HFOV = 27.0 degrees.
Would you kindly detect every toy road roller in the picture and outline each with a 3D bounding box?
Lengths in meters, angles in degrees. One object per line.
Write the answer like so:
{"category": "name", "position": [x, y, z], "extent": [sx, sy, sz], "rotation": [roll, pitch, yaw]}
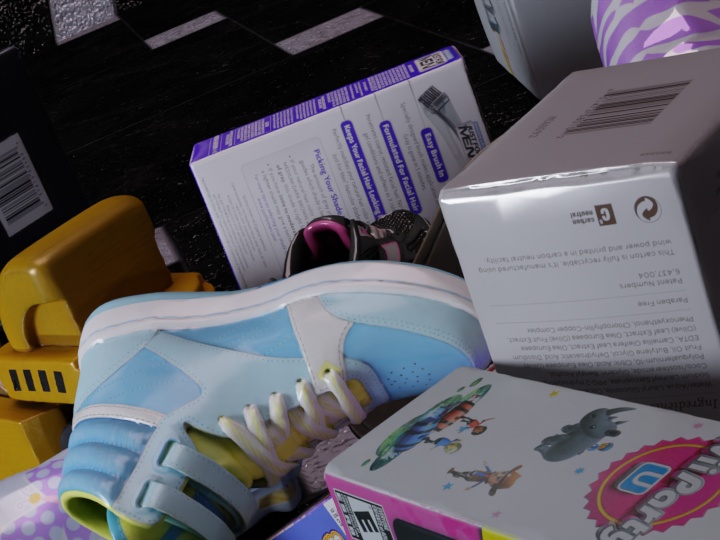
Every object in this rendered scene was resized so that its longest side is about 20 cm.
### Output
{"category": "toy road roller", "position": [-0.159, 0.039, 0.862], "extent": [0.199, 0.147, 0.123], "rotation": [-1, 27, 45]}

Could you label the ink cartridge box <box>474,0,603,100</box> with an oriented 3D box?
{"category": "ink cartridge box", "position": [0.177, -0.253, 1.284], "extent": [0.144, 0.146, 0.200], "rotation": [-22, 19, 1]}

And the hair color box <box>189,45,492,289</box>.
{"category": "hair color box", "position": [-0.007, -0.067, 1.038], "extent": [0.198, 0.110, 0.065], "rotation": [-20, 18, 4]}

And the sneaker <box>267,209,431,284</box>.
{"category": "sneaker", "position": [0.000, 0.000, 0.888], "extent": [0.080, 0.087, 0.200], "rotation": [-12, 20, 20]}

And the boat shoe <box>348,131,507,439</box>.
{"category": "boat shoe", "position": [0.057, 0.002, 0.752], "extent": [0.200, 0.072, 0.068], "rotation": [-50, -6, -3]}

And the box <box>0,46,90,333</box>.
{"category": "box", "position": [-0.338, -0.058, 1.234], "extent": [0.197, 0.201, 0.123], "rotation": [-3, 27, 45]}

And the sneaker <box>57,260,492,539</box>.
{"category": "sneaker", "position": [-0.037, 0.071, 0.627], "extent": [0.198, 0.080, 0.131], "rotation": [-9, 48, 22]}

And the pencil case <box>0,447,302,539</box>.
{"category": "pencil case", "position": [-0.126, 0.120, 0.706], "extent": [0.199, 0.084, 0.091], "rotation": [-28, 6, -19]}

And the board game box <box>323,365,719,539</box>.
{"category": "board game box", "position": [0.088, 0.116, 0.391], "extent": [0.064, 0.149, 0.199], "rotation": [-31, 21, -30]}

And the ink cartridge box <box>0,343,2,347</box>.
{"category": "ink cartridge box", "position": [-0.341, 0.108, 0.982], "extent": [0.198, 0.076, 0.165], "rotation": [-19, 21, 6]}

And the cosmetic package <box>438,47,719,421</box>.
{"category": "cosmetic package", "position": [0.111, 0.041, 0.486], "extent": [0.084, 0.202, 0.108], "rotation": [-5, 22, 36]}

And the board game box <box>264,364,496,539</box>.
{"category": "board game box", "position": [0.051, 0.071, 0.621], "extent": [0.199, 0.045, 0.134], "rotation": [-34, -6, -32]}

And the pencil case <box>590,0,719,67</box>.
{"category": "pencil case", "position": [0.164, -0.073, 0.699], "extent": [0.085, 0.084, 0.201], "rotation": [-6, 49, 2]}
